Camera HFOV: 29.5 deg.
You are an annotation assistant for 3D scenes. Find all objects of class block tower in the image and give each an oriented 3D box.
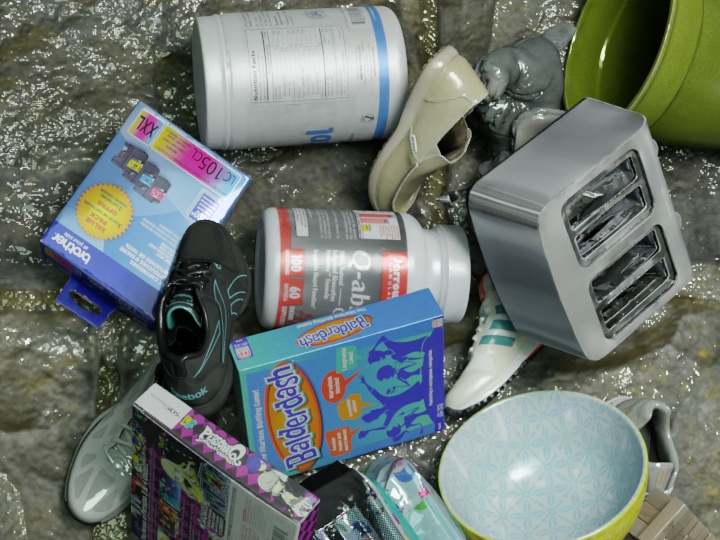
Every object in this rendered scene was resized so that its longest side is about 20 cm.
[{"bbox_3d":[0.330,0.288,1.315,0.054,0.058,0.200,-47,118,-6],"label":"block tower"}]

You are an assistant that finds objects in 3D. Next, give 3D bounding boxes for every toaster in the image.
[{"bbox_3d":[0.201,-0.036,1.276,0.199,0.118,0.182,-36,119,-21],"label":"toaster"}]

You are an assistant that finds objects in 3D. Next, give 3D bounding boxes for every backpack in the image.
[{"bbox_3d":[0.023,0.269,1.245,0.149,0.178,0.202,-28,89,-10],"label":"backpack"}]

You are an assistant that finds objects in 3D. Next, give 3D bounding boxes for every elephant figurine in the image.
[{"bbox_3d":[0.162,-0.123,1.388,0.141,0.154,0.202,-29,97,-57],"label":"elephant figurine"}]

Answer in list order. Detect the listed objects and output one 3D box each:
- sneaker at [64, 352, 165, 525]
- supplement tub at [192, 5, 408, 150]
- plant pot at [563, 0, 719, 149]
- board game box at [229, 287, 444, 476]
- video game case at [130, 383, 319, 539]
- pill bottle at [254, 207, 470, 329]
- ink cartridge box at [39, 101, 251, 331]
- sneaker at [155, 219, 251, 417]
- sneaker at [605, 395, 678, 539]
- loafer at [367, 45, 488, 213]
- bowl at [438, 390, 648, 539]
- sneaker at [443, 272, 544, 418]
[{"bbox_3d":[-0.206,0.141,1.256,0.075,0.115,0.202,34,75,-2],"label":"sneaker"},{"bbox_3d":[-0.061,-0.189,1.342,0.197,0.132,0.134,-5,80,-11],"label":"supplement tub"},{"bbox_3d":[0.341,-0.209,1.403,0.190,0.200,0.203,16,76,-19],"label":"plant pot"},{"bbox_3d":[-0.019,0.110,1.285,0.197,0.154,0.045,-15,41,-13],"label":"board game box"},{"bbox_3d":[-0.124,0.215,1.192,0.180,0.202,0.036,31,50,19],"label":"video game case"},{"bbox_3d":[0.000,0.000,1.323,0.197,0.116,0.118,1,79,-10],"label":"pill bottle"},{"bbox_3d":[-0.214,-0.038,1.312,0.136,0.076,0.201,33,76,-3],"label":"ink cartridge box"},{"bbox_3d":[-0.140,0.028,1.206,0.074,0.080,0.202,-8,53,7],"label":"sneaker"},{"bbox_3d":[0.273,0.221,1.340,0.075,0.092,0.203,1,80,-20],"label":"sneaker"},{"bbox_3d":[0.065,-0.120,1.322,0.068,0.201,0.076,36,46,13],"label":"loafer"},{"bbox_3d":[0.180,0.221,1.307,0.198,0.200,0.109,-27,128,-14],"label":"bowl"},{"bbox_3d":[0.136,0.059,1.367,0.093,0.070,0.200,45,72,8],"label":"sneaker"}]
